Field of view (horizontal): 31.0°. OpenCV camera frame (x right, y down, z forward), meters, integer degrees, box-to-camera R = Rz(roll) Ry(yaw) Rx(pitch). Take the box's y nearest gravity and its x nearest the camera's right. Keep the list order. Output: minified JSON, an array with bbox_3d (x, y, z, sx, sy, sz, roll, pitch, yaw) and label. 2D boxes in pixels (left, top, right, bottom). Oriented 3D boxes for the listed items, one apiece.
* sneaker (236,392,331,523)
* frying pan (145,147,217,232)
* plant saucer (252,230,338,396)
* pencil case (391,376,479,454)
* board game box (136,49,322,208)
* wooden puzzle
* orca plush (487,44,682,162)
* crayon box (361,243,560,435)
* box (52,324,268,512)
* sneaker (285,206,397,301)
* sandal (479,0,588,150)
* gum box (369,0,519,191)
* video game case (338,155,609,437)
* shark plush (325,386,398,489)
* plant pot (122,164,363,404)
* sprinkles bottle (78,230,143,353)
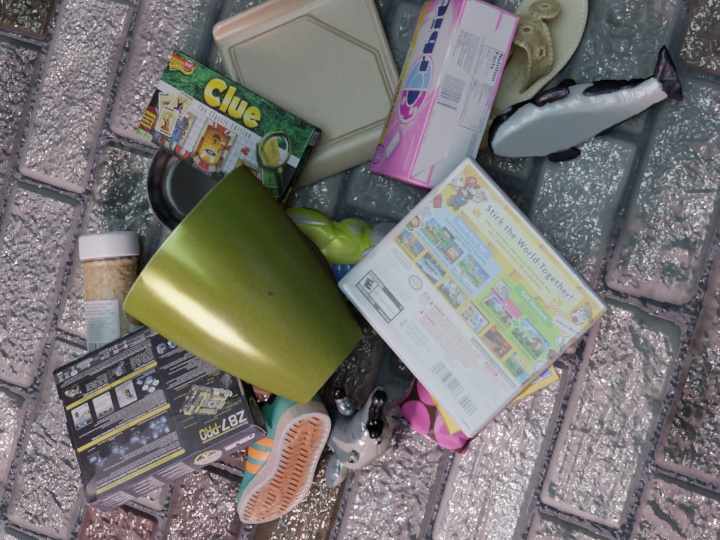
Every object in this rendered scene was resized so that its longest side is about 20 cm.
[{"bbox_3d":[-0.087,0.189,1.393,0.201,0.071,0.080,-63,34,36],"label":"sneaker"},{"bbox_3d":[-0.183,-0.057,1.450,0.114,0.031,0.193,-4,92,17],"label":"frying pan"},{"bbox_3d":[-0.108,0.042,1.398,0.198,0.029,0.203,8,106,30],"label":"plant saucer"},{"bbox_3d":[0.117,0.087,1.344,0.094,0.090,0.201,39,99,40],"label":"pencil case"},{"bbox_3d":[-0.145,-0.151,1.408,0.199,0.023,0.106,30,97,21],"label":"board game box"},{"bbox_3d":[-0.049,-0.205,1.414,0.183,0.037,0.202,-20,89,14],"label":"wooden puzzle"},{"bbox_3d":[0.220,-0.180,1.319,0.199,0.105,0.072,-28,49,23],"label":"orca plush"},{"bbox_3d":[0.101,0.043,1.280,0.125,0.052,0.202,-28,80,12],"label":"crayon box"},{"bbox_3d":[-0.213,0.138,1.365,0.198,0.049,0.162,-26,62,6],"label":"box"},{"bbox_3d":[0.000,0.000,1.387,0.198,0.076,0.106,15,106,22],"label":"sneaker"},{"bbox_3d":[0.164,-0.217,1.334,0.077,0.070,0.213,36,99,12],"label":"sandal"},{"bbox_3d":[0.085,-0.182,1.321,0.066,0.113,0.202,17,92,-21],"label":"gum box"},{"bbox_3d":[0.105,0.024,1.242,0.182,0.023,0.200,-44,77,9],"label":"video game case"},{"bbox_3d":[-0.013,0.160,1.327,0.090,0.200,0.084,-30,79,-9],"label":"shark plush"},{"bbox_3d":[-0.099,0.032,1.284,0.200,0.187,0.188,40,100,1],"label":"plant pot"},{"bbox_3d":[-0.277,0.058,1.459,0.067,0.068,0.203,-4,89,15],"label":"sprinkles bottle"}]
